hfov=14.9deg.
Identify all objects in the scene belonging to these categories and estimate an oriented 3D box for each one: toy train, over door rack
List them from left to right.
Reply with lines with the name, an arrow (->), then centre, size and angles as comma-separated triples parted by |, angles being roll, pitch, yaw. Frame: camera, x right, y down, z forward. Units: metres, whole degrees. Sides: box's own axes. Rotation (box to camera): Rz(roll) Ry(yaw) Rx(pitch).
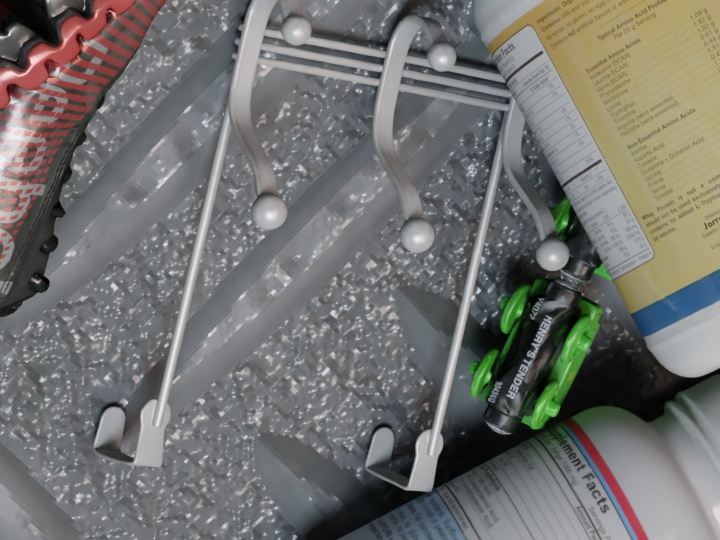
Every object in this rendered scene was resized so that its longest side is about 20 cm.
over door rack -> 0.000, 0.000, 1.065 | 0.147, 0.067, 0.201 | 8, 110, -34
toy train -> 0.102, -0.024, 1.126 | 0.201, 0.042, 0.056 | -64, 165, 9

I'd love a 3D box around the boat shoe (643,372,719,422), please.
boat shoe -> 0.130, 0.128, 1.228 | 0.200, 0.072, 0.072 | -50, 161, -9

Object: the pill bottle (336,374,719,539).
pill bottle -> 0.081, 0.125, 1.138 | 0.199, 0.109, 0.109 | -27, 127, -5

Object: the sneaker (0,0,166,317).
sneaker -> -0.132, -0.041, 0.956 | 0.200, 0.071, 0.098 | -45, 130, -1

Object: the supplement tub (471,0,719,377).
supplement tub -> 0.129, -0.078, 1.003 | 0.144, 0.145, 0.201 | -27, 87, -17
